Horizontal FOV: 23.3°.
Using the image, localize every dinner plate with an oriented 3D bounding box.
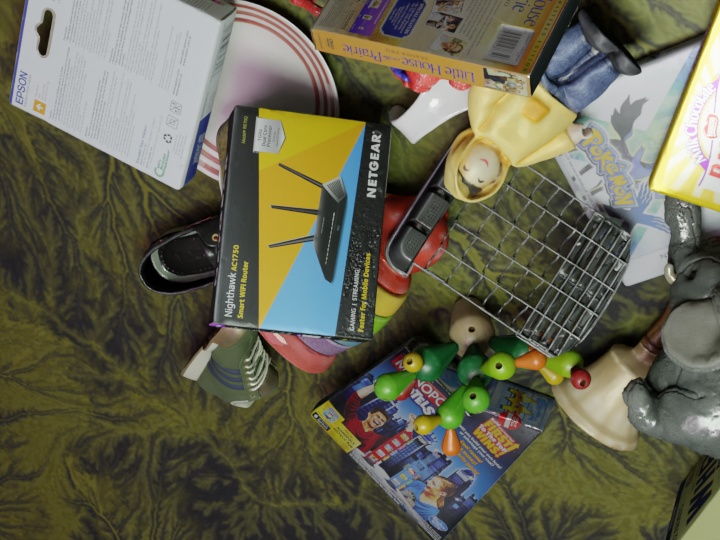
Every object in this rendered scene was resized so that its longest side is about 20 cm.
[{"bbox_3d":[-0.111,-0.170,1.676,0.199,0.024,0.201,9,123,15],"label":"dinner plate"}]

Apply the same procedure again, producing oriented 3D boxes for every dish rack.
[{"bbox_3d":[0.140,-0.022,1.595,0.199,0.055,0.154,33,85,0],"label":"dish rack"}]

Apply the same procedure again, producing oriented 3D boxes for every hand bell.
[{"bbox_3d":[0.279,0.063,1.650,0.104,0.104,0.200,35,113,-3],"label":"hand bell"}]

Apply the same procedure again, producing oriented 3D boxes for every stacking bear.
[{"bbox_3d":[0.000,0.000,1.690,0.200,0.121,0.114,-39,80,24],"label":"stacking bear"}]

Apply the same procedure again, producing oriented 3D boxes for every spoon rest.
[{"bbox_3d":[0.096,-0.178,1.567,0.099,0.061,0.200,42,127,-8],"label":"spoon rest"}]

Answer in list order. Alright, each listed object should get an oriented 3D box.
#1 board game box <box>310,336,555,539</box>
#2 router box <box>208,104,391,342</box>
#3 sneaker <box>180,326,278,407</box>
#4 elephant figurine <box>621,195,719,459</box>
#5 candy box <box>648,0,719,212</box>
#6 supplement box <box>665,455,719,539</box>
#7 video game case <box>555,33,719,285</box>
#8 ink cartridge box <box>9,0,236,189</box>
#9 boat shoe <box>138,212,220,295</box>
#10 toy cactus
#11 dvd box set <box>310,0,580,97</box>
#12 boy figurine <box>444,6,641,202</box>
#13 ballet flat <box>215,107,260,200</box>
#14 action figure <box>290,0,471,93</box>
[{"bbox_3d":[0.088,0.156,1.781,0.200,0.062,0.200,-36,103,33],"label":"board game box"},{"bbox_3d":[-0.055,-0.041,1.598,0.148,0.051,0.201,6,83,-10],"label":"router box"},{"bbox_3d":[-0.117,0.089,1.788,0.090,0.067,0.200,35,154,-5],"label":"sneaker"},{"bbox_3d":[0.311,0.053,1.535,0.154,0.142,0.201,18,112,6],"label":"elephant figurine"},{"bbox_3d":[0.327,-0.144,1.495,0.102,0.026,0.201,18,117,3],"label":"candy box"},{"bbox_3d":[0.423,0.228,1.650,0.199,0.134,0.200,29,126,2],"label":"supplement box"},{"bbox_3d":[0.276,-0.095,1.573,0.182,0.022,0.201,-20,112,30],"label":"video game case"},{"bbox_3d":[-0.229,-0.203,1.665,0.199,0.043,0.197,28,128,11],"label":"ink cartridge box"},{"bbox_3d":[-0.134,-0.024,1.755,0.201,0.063,0.074,-18,110,28],"label":"boat shoe"},{"bbox_3d":[0.114,0.089,1.665,0.199,0.165,0.103,-16,121,9],"label":"toy cactus"},{"bbox_3d":[0.077,-0.224,1.479,0.199,0.147,0.029,14,145,20],"label":"dvd box set"},{"bbox_3d":[0.143,-0.140,1.521,0.200,0.065,0.124,-40,119,15],"label":"boy figurine"},{"bbox_3d":[-0.105,-0.053,1.656,0.070,0.071,0.201,-5,87,24],"label":"ballet flat"},{"bbox_3d":[0.024,-0.213,1.541,0.200,0.052,0.066,40,129,29],"label":"action figure"}]
